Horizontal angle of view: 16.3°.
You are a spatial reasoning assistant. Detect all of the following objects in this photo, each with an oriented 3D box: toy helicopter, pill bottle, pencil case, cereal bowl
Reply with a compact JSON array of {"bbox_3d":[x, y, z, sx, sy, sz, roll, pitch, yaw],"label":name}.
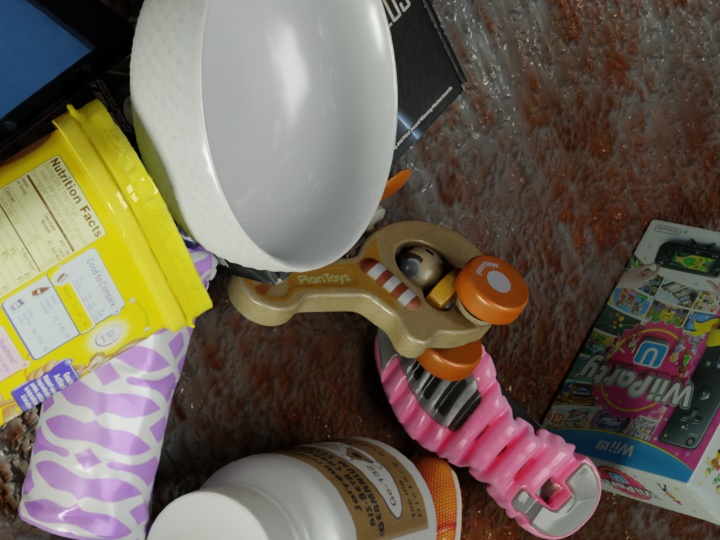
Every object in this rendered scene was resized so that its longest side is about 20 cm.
[{"bbox_3d":[0.000,0.000,1.600,0.200,0.132,0.079,-3,144,-36],"label":"toy helicopter"},{"bbox_3d":[-0.044,0.167,1.543,0.200,0.114,0.114,-5,103,-63],"label":"pill bottle"},{"bbox_3d":[-0.141,0.065,1.483,0.085,0.084,0.200,14,93,-36],"label":"pencil case"},{"bbox_3d":[-0.064,-0.099,1.390,0.200,0.083,0.200,-1,91,-57],"label":"cereal bowl"}]

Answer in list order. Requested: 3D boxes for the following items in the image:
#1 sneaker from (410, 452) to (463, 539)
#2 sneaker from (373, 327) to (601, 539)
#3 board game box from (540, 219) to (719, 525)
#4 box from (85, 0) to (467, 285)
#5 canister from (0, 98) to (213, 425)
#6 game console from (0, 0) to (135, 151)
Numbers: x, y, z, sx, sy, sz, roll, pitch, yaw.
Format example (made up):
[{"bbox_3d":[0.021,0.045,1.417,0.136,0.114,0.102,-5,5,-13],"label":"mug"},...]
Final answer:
[{"bbox_3d":[0.007,0.208,1.672,0.077,0.073,0.200,37,70,-32],"label":"sneaker"},{"bbox_3d":[0.076,0.099,1.717,0.079,0.095,0.200,-42,105,0],"label":"sneaker"},{"bbox_3d":[0.236,0.070,1.810,0.064,0.147,0.200,46,67,-41],"label":"board game box"},{"bbox_3d":[-0.050,-0.119,1.531,0.200,0.086,0.164,-46,127,-27],"label":"box"},{"bbox_3d":[-0.195,0.015,1.355,0.200,0.087,0.149,-31,144,-7],"label":"canister"},{"bbox_3d":[-0.245,-0.147,1.311,0.200,0.119,0.172,-41,125,-31],"label":"game console"}]
